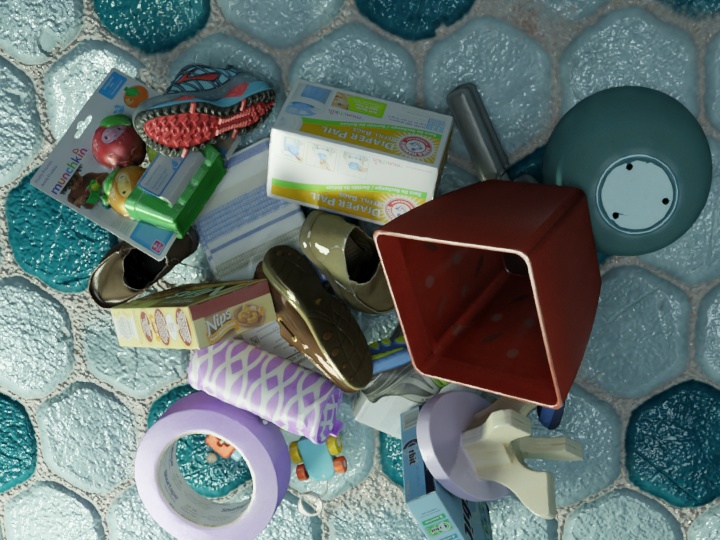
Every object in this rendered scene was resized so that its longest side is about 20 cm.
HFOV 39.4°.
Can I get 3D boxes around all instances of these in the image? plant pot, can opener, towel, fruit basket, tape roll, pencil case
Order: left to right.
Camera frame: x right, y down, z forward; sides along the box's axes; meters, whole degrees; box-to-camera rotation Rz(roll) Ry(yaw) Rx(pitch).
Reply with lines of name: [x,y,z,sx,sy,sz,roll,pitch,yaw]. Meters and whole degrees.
fruit basket: [-0.275,-0.137,1.230,0.199,0.094,0.186,31,75,5]
tape roll: [-0.195,0.264,1.334,0.198,0.066,0.202,3,106,12]
towel: [-0.137,-0.052,1.273,0.146,0.024,0.202,-25,85,15]
pencil case: [-0.118,0.144,1.239,0.198,0.084,0.086,23,146,18]
can opener: [0.167,-0.133,1.209,0.066,0.053,0.201,-25,99,26]
plant pot: [0.162,0.003,1.121,0.198,0.176,0.201,10,131,40]
plant pot: [0.310,-0.101,1.153,0.198,0.135,0.202,3,108,8]

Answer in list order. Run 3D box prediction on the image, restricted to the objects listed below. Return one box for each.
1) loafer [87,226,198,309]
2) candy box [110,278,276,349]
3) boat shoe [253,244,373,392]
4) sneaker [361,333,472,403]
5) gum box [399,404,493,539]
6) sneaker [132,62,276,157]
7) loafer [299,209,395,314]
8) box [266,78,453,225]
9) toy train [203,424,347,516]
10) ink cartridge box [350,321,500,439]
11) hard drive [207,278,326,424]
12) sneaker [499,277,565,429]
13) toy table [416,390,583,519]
loafer: [-0.296,-0.005,1.299,0.199,0.071,0.073,-34,99,34]
candy box: [-0.208,0.053,1.231,0.199,0.115,0.056,-3,104,50]
boat shoe: [-0.059,0.065,1.218,0.201,0.072,0.068,53,132,8]
sneaker: [0.089,0.117,1.244,0.197,0.071,0.083,-13,119,9]
gum box: [0.113,0.296,1.265,0.044,0.170,0.201,-24,116,13]
sneaker: [-0.197,-0.196,1.186,0.095,0.199,0.080,43,128,21]
loafer: [0.000,0.000,1.219,0.067,0.200,0.077,16,74,40]
box: [0.000,-0.135,1.191,0.198,0.113,0.102,14,133,4]
toy train: [-0.112,0.234,1.370,0.199,0.056,0.151,35,110,1]
ink cartridge box: [0.110,0.160,1.322,0.198,0.057,0.163,23,110,-18]
hard drive: [-0.106,0.079,1.297,0.139,0.038,0.202,-28,83,17]
sneaker: [0.218,0.101,1.263,0.081,0.074,0.202,-5,97,6]
toy table: [0.171,0.204,1.193,0.116,0.199,0.186,-16,72,35]
